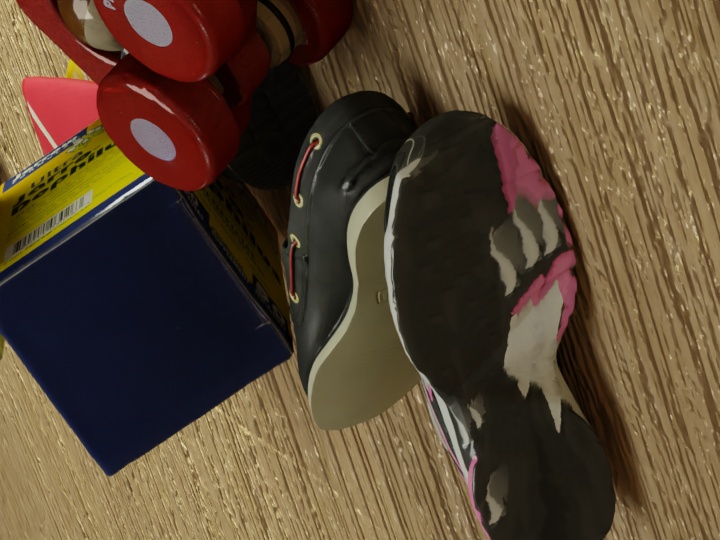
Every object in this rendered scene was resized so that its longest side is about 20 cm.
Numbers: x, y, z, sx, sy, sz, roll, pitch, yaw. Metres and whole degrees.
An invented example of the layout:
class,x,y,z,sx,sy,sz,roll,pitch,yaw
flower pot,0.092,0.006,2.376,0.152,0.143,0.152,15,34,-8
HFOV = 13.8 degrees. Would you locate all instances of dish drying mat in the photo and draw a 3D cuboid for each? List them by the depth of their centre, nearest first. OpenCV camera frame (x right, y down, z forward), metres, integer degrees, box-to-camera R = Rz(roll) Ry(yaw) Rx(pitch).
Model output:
class,x,y,z,sx,sy,sz,roll,pitch,yaw
dish drying mat,-0.134,-0.067,1.628,0.200,0.018,0.077,15,125,62

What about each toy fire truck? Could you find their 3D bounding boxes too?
class,x,y,z,sx,sy,sz,roll,pitch,yaw
toy fire truck,-0.098,-0.140,1.273,0.167,0.112,0.200,32,151,15

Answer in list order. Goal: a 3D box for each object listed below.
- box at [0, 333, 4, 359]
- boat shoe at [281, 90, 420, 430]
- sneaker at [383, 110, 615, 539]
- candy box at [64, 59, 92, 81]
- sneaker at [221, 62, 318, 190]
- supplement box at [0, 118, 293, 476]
class,x,y,z,sx,sy,sz,roll,pitch,yaw
box,-0.217,-0.065,1.419,0.156,0.041,0.201,-106,0,-73
boat shoe,0.002,-0.001,1.336,0.063,0.073,0.202,56,157,29
sneaker,0.046,0.024,1.247,0.086,0.080,0.201,-128,25,-62
candy box,-0.105,-0.042,1.651,0.201,0.026,0.102,60,158,12
sneaker,-0.086,-0.133,1.404,0.082,0.070,0.201,21,132,62
supplement box,-0.108,-0.003,1.447,0.109,0.109,0.200,55,-174,-16
